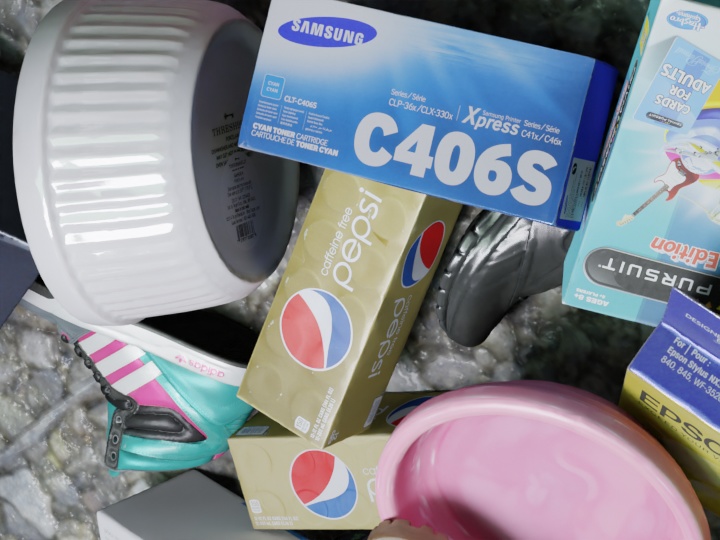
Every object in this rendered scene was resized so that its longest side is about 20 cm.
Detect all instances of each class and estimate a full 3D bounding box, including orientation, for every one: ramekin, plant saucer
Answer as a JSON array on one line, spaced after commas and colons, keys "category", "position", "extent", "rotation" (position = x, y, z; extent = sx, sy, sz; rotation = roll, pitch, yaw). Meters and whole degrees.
[{"category": "ramekin", "position": [-0.113, -0.069, 1.576], "extent": [0.105, 0.200, 0.201], "rotation": [-3, 112, 21]}, {"category": "plant saucer", "position": [0.109, 0.135, 1.538], "extent": [0.200, 0.051, 0.201], "rotation": [14, 133, 15]}]

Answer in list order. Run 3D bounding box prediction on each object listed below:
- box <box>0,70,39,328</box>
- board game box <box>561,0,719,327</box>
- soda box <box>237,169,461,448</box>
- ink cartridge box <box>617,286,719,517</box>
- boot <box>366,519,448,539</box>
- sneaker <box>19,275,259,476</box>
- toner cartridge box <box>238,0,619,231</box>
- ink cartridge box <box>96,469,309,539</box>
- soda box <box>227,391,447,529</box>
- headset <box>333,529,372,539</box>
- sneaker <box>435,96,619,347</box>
[{"category": "box", "position": [-0.280, -0.018, 1.710], "extent": [0.104, 0.148, 0.200], "rotation": [23, 132, -22]}, {"category": "board game box", "position": [0.208, -0.055, 1.440], "extent": [0.150, 0.047, 0.201], "rotation": [14, 123, -2]}, {"category": "soda box", "position": [0.000, 0.000, 1.581], "extent": [0.068, 0.064, 0.201], "rotation": [30, 111, 21]}, {"category": "ink cartridge box", "position": [0.234, 0.110, 1.475], "extent": [0.197, 0.047, 0.200], "rotation": [35, 167, 13]}, {"category": "boot", "position": [0.075, 0.238, 1.537], "extent": [0.200, 0.107, 0.075], "rotation": [28, 135, -1]}, {"category": "sneaker", "position": [-0.158, 0.070, 1.744], "extent": [0.200, 0.084, 0.121], "rotation": [24, 114, 18]}, {"category": "toner cartridge box", "position": [0.036, -0.091, 1.481], "extent": [0.199, 0.043, 0.095], "rotation": [14, 91, 23]}, {"category": "ink cartridge box", "position": [-0.093, 0.255, 1.761], "extent": [0.144, 0.084, 0.201], "rotation": [24, 128, 50]}, {"category": "soda box", "position": [0.020, 0.119, 1.666], "extent": [0.199, 0.064, 0.068], "rotation": [-3, 111, 33]}, {"category": "headset", "position": [0.038, 0.208, 1.710], "extent": [0.124, 0.094, 0.200], "rotation": [50, 144, 2]}, {"category": "sneaker", "position": [0.110, -0.020, 1.539], "extent": [0.091, 0.076, 0.200], "rotation": [33, 129, 4]}]
